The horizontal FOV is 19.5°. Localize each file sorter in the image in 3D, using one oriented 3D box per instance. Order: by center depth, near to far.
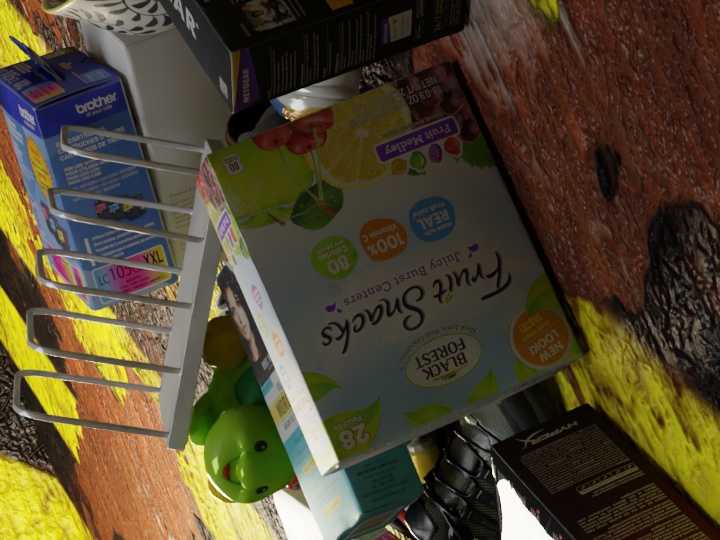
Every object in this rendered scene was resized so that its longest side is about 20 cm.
[{"bbox_3d":[-0.169,0.005,1.492,0.139,0.123,0.202,-128,49,-76],"label":"file sorter"}]

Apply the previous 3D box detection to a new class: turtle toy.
[{"bbox_3d":[-0.059,0.101,1.512,0.100,0.200,0.147,11,116,26],"label":"turtle toy"}]

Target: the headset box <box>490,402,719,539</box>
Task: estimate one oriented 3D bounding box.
[{"bbox_3d":[0.159,0.198,1.226,0.200,0.077,0.150,45,151,50],"label":"headset box"}]

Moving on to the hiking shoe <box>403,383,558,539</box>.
[{"bbox_3d":[0.078,0.140,1.356,0.076,0.100,0.201,41,148,51],"label":"hiking shoe"}]

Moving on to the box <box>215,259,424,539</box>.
[{"bbox_3d":[-0.029,0.073,1.377,0.201,0.049,0.082,66,154,15],"label":"box"}]

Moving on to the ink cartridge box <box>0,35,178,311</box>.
[{"bbox_3d":[-0.216,-0.087,1.608,0.136,0.076,0.202,33,139,62],"label":"ink cartridge box"}]

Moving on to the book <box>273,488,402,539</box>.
[{"bbox_3d":[0.008,0.241,1.599,0.200,0.048,0.135,25,138,57],"label":"book"}]

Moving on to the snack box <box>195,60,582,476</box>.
[{"bbox_3d":[0.016,-0.002,1.269,0.201,0.167,0.068,65,165,7],"label":"snack box"}]

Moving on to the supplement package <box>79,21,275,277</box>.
[{"bbox_3d":[-0.129,-0.123,1.629,0.120,0.120,0.202,43,149,53],"label":"supplement package"}]

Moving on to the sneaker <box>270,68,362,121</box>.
[{"bbox_3d":[-0.042,-0.173,1.437,0.200,0.075,0.089,48,131,53],"label":"sneaker"}]

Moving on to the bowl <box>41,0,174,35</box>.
[{"bbox_3d":[-0.124,-0.232,1.465,0.094,0.201,0.200,38,173,-22],"label":"bowl"}]

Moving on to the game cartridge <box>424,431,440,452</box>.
[{"bbox_3d":[0.004,0.089,1.621,0.200,0.041,0.134,39,149,57],"label":"game cartridge"}]

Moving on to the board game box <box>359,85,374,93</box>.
[{"bbox_3d":[-0.022,-0.028,1.419,0.200,0.039,0.159,-41,57,45],"label":"board game box"}]

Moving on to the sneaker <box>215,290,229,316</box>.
[{"bbox_3d":[-0.062,0.097,1.784,0.081,0.075,0.202,136,115,-85],"label":"sneaker"}]

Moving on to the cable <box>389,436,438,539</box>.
[{"bbox_3d":[0.055,0.202,1.515,0.097,0.050,0.201,-28,87,44],"label":"cable"}]

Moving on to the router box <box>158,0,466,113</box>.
[{"bbox_3d":[-0.050,-0.200,1.257,0.201,0.156,0.052,57,159,34],"label":"router box"}]

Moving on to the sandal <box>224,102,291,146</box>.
[{"bbox_3d":[-0.070,-0.098,1.495,0.055,0.082,0.200,48,180,0],"label":"sandal"}]
